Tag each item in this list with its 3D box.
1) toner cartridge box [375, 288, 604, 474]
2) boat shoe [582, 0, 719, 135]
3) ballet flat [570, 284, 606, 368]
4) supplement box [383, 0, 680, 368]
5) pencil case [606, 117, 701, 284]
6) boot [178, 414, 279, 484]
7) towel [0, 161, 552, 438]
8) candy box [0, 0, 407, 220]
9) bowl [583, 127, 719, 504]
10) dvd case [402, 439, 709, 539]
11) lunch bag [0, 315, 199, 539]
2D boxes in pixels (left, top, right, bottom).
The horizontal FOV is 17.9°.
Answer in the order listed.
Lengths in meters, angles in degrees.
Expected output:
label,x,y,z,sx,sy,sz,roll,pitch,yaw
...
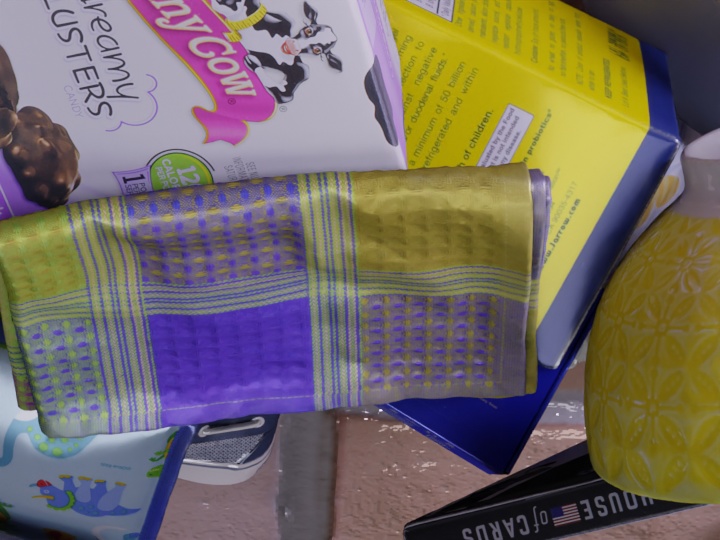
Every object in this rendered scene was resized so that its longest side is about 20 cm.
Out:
label,x,y,z,sx,sy,sz,roll,pitch,yaw
toner cartridge box,0.000,0.000,1.007,0.199,0.095,0.043,32,172,-3
boat shoe,0.185,-0.093,0.948,0.201,0.086,0.075,37,145,2
ballet flat,0.047,0.032,1.133,0.198,0.072,0.072,4,144,-3
supplement box,0.012,-0.066,0.896,0.199,0.109,0.110,25,113,-6
pencil case,0.148,-0.007,1.051,0.083,0.091,0.200,-17,141,25
boot,-0.135,0.054,1.182,0.198,0.073,0.091,5,135,-14
towel,-0.029,0.014,0.819,0.198,0.023,0.144,-4,147,-5
candy box,-0.098,-0.093,0.767,0.198,0.072,0.169,-12,130,8
bowl,0.169,-0.001,0.846,0.199,0.200,0.109,-11,103,18
dvd case,0.130,0.079,0.970,0.150,0.025,0.199,-19,178,35
lunch bag,-0.169,0.078,1.099,0.169,0.128,0.201,20,134,-5
